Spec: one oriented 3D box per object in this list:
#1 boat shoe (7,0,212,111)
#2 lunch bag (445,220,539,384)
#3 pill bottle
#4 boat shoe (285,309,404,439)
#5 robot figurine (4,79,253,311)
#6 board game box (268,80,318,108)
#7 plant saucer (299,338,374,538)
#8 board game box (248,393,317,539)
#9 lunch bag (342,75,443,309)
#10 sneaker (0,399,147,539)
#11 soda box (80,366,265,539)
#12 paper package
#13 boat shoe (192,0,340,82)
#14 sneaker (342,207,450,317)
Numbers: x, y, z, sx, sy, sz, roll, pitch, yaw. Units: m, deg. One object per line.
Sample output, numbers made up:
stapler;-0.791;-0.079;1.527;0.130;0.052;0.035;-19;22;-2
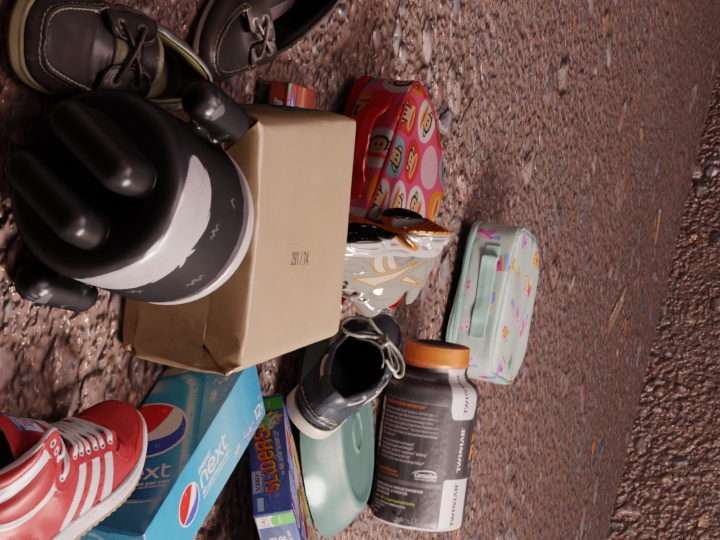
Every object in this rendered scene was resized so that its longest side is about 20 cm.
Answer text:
boat shoe;-0.157;-0.142;1.098;0.201;0.066;0.072;7;92;-71
lunch bag;0.162;0.036;2.086;0.160;0.077;0.200;25;74;-69
pill bottle;0.074;0.177;1.845;0.106;0.106;0.200;-8;105;-70
boat shoe;-0.002;0.082;1.534;0.062;0.075;0.200;-42;178;33
robot figurine;-0.147;-0.046;1.086;0.200;0.150;0.125;28;55;-69
board game box;-0.068;-0.059;1.448;0.103;0.019;0.200;-10;108;-79
plant saucer;-0.018;0.154;1.608;0.200;0.036;0.200;-3;90;-78
board game box;-0.064;0.226;1.492;0.135;0.034;0.200;-99;179;-49
lunch bag;0.015;-0.081;1.599;0.176;0.082;0.200;69;35;-54
sneaker;-0.199;0.113;1.080;0.200;0.071;0.113;-51;148;-53
soda box;-0.142;0.145;1.270;0.200;0.064;0.068;-61;152;-46
paper package;-0.089;-0.032;1.290;0.200;0.103;0.191;-14;112;-69
boat shoe;-0.071;-0.204;1.336;0.200;0.057;0.067;-53;147;-54
sneaker;0.000;0.000;1.469;0.200;0.076;0.092;-2;114;-47
